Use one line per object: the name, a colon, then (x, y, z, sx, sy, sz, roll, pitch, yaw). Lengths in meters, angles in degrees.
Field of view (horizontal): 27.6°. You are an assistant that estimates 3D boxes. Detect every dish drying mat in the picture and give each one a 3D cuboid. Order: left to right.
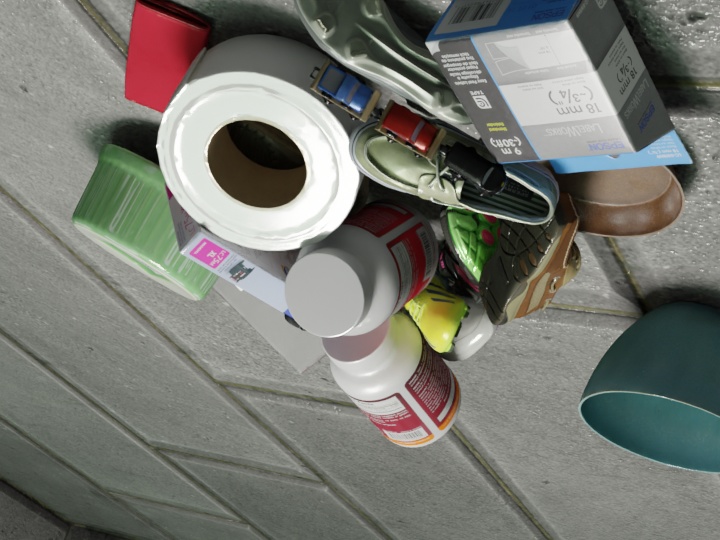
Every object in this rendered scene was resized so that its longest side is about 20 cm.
dish drying mat: (-0.195, -0.210, 1.462, 0.076, 0.018, 0.200, 22, 157, -4)

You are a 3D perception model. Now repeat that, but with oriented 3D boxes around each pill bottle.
pill bottle: (0.000, 0.000, 1.492, 0.111, 0.114, 0.200, 13, -162, 18)
pill bottle: (0.034, 0.114, 1.687, 0.112, 0.114, 0.200, 7, 153, 30)

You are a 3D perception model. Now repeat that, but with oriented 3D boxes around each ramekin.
ramekin: (-0.234, -0.050, 1.686, 0.199, 0.098, 0.200, 30, 171, 5)

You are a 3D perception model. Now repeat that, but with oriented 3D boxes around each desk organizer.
desk organizer: (-0.112, 0.026, 1.845, 0.071, 0.077, 0.200, -36, 109, 26)

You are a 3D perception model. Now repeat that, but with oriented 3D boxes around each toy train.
toy train: (0.039, -0.123, 1.264, 0.199, 0.034, 0.046, 32, -177, 8)

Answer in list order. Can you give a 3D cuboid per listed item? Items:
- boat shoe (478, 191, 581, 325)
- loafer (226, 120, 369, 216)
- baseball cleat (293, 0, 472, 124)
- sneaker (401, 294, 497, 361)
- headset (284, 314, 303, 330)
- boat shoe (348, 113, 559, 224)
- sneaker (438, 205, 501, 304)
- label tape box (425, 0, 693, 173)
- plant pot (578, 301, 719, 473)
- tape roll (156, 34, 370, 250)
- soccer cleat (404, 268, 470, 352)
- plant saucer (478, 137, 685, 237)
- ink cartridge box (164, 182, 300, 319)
boat shoe: (0.176, -0.016, 1.436, 0.073, 0.076, 0.200, -7, 155, -18)
loafer: (-0.080, -0.120, 1.481, 0.198, 0.068, 0.076, 28, 126, -5)
baseball cleat: (0.019, -0.184, 1.265, 0.199, 0.070, 0.106, 37, 173, -10)
sneaker: (0.075, 0.057, 1.755, 0.198, 0.076, 0.099, -2, 150, 43)
headset: (-0.038, 0.013, 1.717, 0.093, 0.125, 0.200, 7, 175, -6)
boat shoe: (0.086, -0.092, 1.311, 0.197, 0.073, 0.062, 14, -164, -2)
sneaker: (0.115, -0.011, 1.565, 0.083, 0.078, 0.200, 6, 152, 24)
label tape box: (0.164, -0.136, 1.194, 0.143, 0.064, 0.201, -1, 135, 43)
plant pot: (0.347, 0.114, 1.566, 0.198, 0.136, 0.201, 18, 158, 8)
tape roll: (-0.091, -0.120, 1.394, 0.200, 0.071, 0.204, 8, 129, 10)
soccer cleat: (0.069, 0.036, 1.627, 0.083, 0.065, 0.200, 25, -168, -11)
plant saucer: (0.204, -0.095, 1.349, 0.198, 0.035, 0.201, 18, 159, 7)
ink cartridge box: (-0.111, -0.021, 1.525, 0.199, 0.120, 0.042, 29, 115, -34)
